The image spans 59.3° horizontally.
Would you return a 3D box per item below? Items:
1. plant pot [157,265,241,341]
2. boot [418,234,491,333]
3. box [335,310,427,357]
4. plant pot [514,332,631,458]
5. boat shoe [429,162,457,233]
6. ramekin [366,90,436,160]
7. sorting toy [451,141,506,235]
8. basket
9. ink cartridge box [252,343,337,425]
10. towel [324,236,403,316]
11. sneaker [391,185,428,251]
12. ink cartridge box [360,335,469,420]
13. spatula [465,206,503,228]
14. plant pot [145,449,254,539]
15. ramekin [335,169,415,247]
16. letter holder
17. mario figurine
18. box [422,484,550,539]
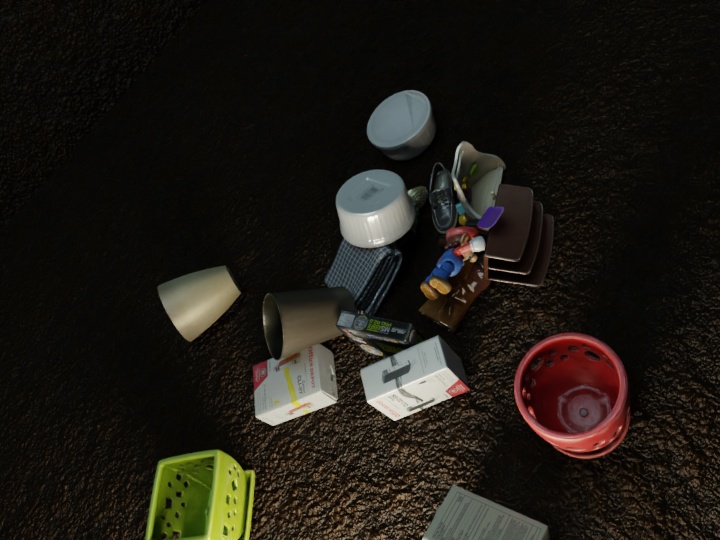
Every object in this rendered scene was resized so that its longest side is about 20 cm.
[{"bbox_3d":[-0.458,0.076,1.857,0.198,0.188,0.188,-29,49,-4],"label":"plant pot"},{"bbox_3d":[0.210,0.029,1.522,0.188,0.069,0.201,37,84,30],"label":"boot"},{"bbox_3d":[0.061,0.160,1.470,0.198,0.160,0.045,9,65,35],"label":"box"},{"bbox_3d":[0.408,0.241,1.184,0.198,0.182,0.203,-16,55,24],"label":"plant pot"},{"bbox_3d":[0.209,-0.192,1.648,0.071,0.065,0.203,-12,58,24],"label":"boat shoe"},{"bbox_3d":[0.126,-0.407,1.812,0.200,0.094,0.205,-16,55,24],"label":"ramekin"},{"bbox_3d":[0.270,-0.215,1.548,0.105,0.180,0.203,0,62,31],"label":"sorting toy"},{"bbox_3d":[-0.121,0.115,1.529,0.197,0.182,0.137,-12,45,-26],"label":"basket"},{"bbox_3d":[-0.166,0.283,1.591,0.198,0.083,0.147,-24,52,19],"label":"ink cartridge box"},{"bbox_3d":[0.000,0.000,1.620,0.165,0.085,0.202,40,106,41],"label":"towel"},{"bbox_3d":[0.128,-0.126,1.660,0.088,0.077,0.201,38,94,39],"label":"sneaker"},{"bbox_3d":[0.119,0.241,1.394,0.198,0.144,0.085,-25,52,17],"label":"ink cartridge box"},{"bbox_3d":[0.274,-0.114,1.443,0.057,0.020,0.200,-57,5,-5],"label":"spatula"},{"bbox_3d":[-0.362,0.553,1.491,0.197,0.181,0.202,-15,56,24],"label":"plant pot"},{"bbox_3d":[0.033,-0.162,1.583,0.197,0.098,0.202,-10,44,10],"label":"ramekin"},{"bbox_3d":[0.365,-0.079,1.430,0.140,0.101,0.202,9,61,17],"label":"letter holder"},{"bbox_3d":[0.224,-0.014,1.438,0.122,0.107,0.201,10,52,39],"label":"mario figurine"},{"bbox_3d":[0.234,0.510,1.161,0.198,0.110,0.128,12,46,37],"label":"box"}]
